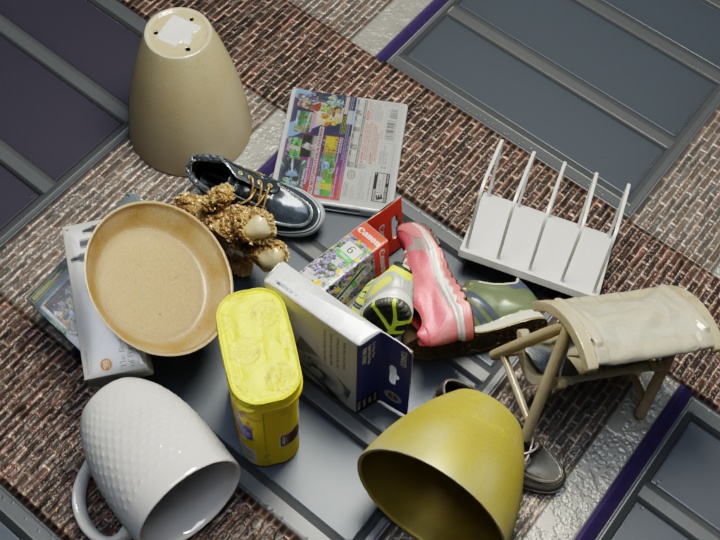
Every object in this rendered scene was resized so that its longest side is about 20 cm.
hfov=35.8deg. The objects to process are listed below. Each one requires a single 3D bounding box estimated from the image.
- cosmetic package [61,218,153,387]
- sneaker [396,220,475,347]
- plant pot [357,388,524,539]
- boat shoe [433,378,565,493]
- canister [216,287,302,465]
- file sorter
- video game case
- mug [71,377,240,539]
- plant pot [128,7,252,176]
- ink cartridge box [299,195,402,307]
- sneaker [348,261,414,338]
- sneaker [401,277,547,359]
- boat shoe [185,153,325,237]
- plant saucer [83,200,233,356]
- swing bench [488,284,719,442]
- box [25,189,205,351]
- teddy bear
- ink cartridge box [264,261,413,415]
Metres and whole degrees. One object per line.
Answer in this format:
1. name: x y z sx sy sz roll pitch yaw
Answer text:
1. cosmetic package: -0.319 0.038 1.402 0.082 0.051 0.202 -12 75 -3
2. sneaker: 0.075 0.015 1.443 0.086 0.074 0.201 -19 52 -9
3. plant pot: 0.116 0.227 1.319 0.199 0.201 0.142 30 57 14
4. boat shoe: 0.175 0.209 1.409 0.199 0.057 0.067 35 64 17
5. canister: -0.120 0.135 1.354 0.085 0.201 0.150 -11 60 -9
6. file sorter: 0.256 -0.073 1.523 0.198 0.125 0.139 20 44 8
7. video game case: -0.030 -0.175 1.648 0.180 0.023 0.202 8 60 2
8. mug: -0.268 0.238 1.333 0.200 0.147 0.175 -49 63 6
9. plant pot: -0.252 -0.271 1.590 0.185 0.201 0.189 1 59 -2
10. ink cartridge box: 0.000 0.000 1.491 0.199 0.110 0.050 -38 59 -22
11. sneaker: 0.019 0.059 1.417 0.075 0.200 0.077 28 56 -15
12. sneaker: 0.145 0.058 1.497 0.198 0.067 0.091 -9 52 -8
13. boat shoe: -0.149 -0.103 1.549 0.198 0.091 0.072 20 87 13
14. plant saucer: -0.254 0.013 1.384 0.198 0.035 0.203 14 63 -30
15. swing bench: 0.298 0.098 1.372 0.197 0.201 0.131 -5 58 -24
16. box: -0.317 0.013 1.456 0.136 0.038 0.200 40 78 11
17. teddy bear: -0.170 -0.056 1.494 0.145 0.199 0.067 51 61 -23
18. ink cartridge box: -0.028 0.101 1.381 0.199 0.200 0.041 33 65 18
